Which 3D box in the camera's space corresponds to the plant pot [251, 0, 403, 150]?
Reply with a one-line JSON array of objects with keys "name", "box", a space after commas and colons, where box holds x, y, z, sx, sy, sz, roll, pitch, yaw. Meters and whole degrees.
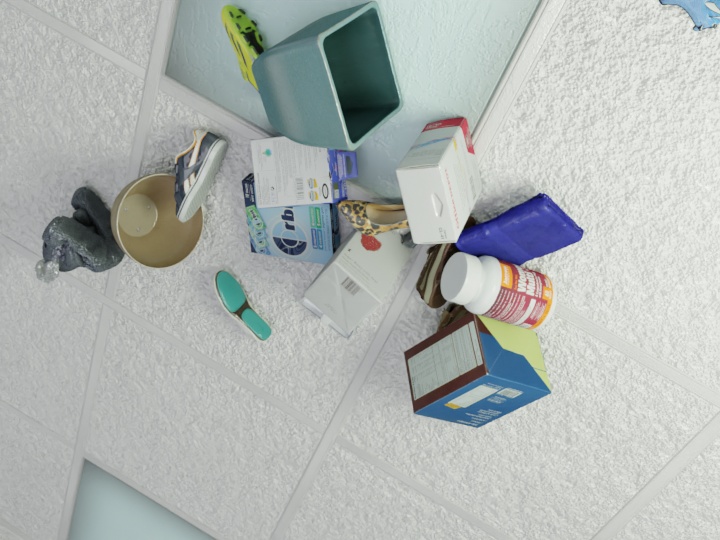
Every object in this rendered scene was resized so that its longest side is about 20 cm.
[{"name": "plant pot", "box": [-0.072, -0.333, 1.437, 0.198, 0.196, 0.198, 2, 123, 35]}]

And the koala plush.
[{"name": "koala plush", "box": [-0.673, -0.055, 1.920, 0.199, 0.178, 0.184, -25, 119, 31]}]

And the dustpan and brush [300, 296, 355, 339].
[{"name": "dustpan and brush", "box": [-0.046, 0.068, 1.766, 0.139, 0.057, 0.200, 37, 129, -1]}]

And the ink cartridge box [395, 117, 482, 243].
[{"name": "ink cartridge box", "box": [0.142, -0.159, 1.434, 0.085, 0.200, 0.149, -3, 120, 26]}]

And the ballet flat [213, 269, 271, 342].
[{"name": "ballet flat", "box": [-0.285, 0.089, 1.899, 0.069, 0.070, 0.201, -25, 109, 36]}]

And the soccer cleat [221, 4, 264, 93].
[{"name": "soccer cleat", "box": [-0.208, -0.396, 1.533, 0.083, 0.065, 0.201, -21, 111, 37]}]

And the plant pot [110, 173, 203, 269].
[{"name": "plant pot", "box": [-0.459, -0.114, 1.780, 0.134, 0.200, 0.202, 15, 132, 50]}]

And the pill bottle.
[{"name": "pill bottle", "box": [0.256, 0.036, 1.520, 0.198, 0.110, 0.110, 17, 134, -23]}]

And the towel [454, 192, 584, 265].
[{"name": "towel", "box": [0.289, -0.067, 1.503, 0.199, 0.050, 0.147, -23, 142, 35]}]

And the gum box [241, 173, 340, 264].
[{"name": "gum box", "box": [-0.142, -0.107, 1.706, 0.198, 0.045, 0.172, 9, 123, 20]}]

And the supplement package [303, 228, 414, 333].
[{"name": "supplement package", "box": [0.000, 0.000, 1.608, 0.121, 0.200, 0.120, 40, 130, -5]}]

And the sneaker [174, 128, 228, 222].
[{"name": "sneaker", "box": [-0.351, -0.201, 1.713, 0.079, 0.078, 0.201, 32, 109, 5]}]

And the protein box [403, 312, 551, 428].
[{"name": "protein box", "box": [0.228, 0.201, 1.618, 0.197, 0.136, 0.199, 19, 140, -37]}]

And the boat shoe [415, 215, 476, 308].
[{"name": "boat shoe", "box": [0.157, -0.028, 1.598, 0.075, 0.074, 0.204, 44, 121, 40]}]

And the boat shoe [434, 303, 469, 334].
[{"name": "boat shoe", "box": [0.201, 0.104, 1.673, 0.200, 0.075, 0.074, -44, 64, 45]}]

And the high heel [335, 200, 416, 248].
[{"name": "high heel", "box": [0.065, -0.120, 1.555, 0.198, 0.072, 0.142, 21, 140, -25]}]

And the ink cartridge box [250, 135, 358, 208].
[{"name": "ink cartridge box", "box": [-0.105, -0.194, 1.580, 0.198, 0.076, 0.138, -2, 98, 25]}]

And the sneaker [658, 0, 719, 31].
[{"name": "sneaker", "box": [0.528, -0.389, 1.187, 0.199, 0.079, 0.090, 27, 137, 18]}]
